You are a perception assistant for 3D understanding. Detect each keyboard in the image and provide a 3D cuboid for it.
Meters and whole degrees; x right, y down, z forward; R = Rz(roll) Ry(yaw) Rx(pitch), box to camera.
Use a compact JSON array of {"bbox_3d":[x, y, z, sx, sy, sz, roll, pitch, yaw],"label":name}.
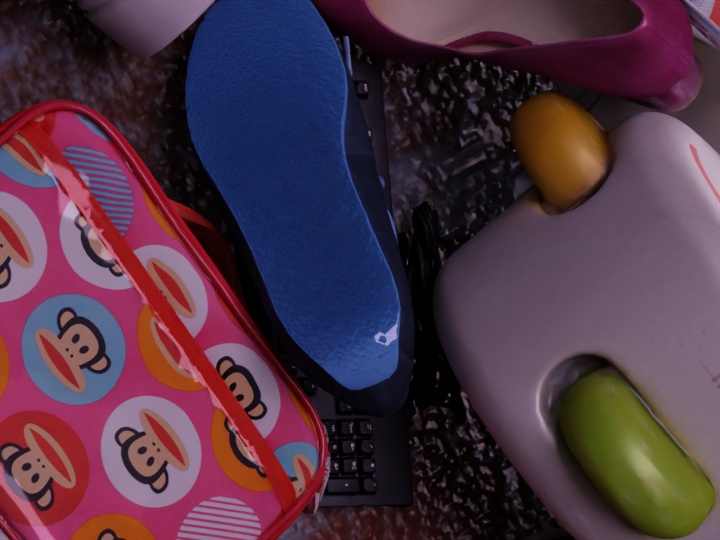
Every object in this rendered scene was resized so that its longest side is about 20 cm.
[{"bbox_3d":[0.000,0.000,1.143,0.104,0.040,0.200,1,79,-29],"label":"keyboard"}]

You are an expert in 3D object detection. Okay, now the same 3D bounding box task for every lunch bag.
[{"bbox_3d":[-0.109,0.041,1.050,0.176,0.082,0.200,-41,100,-35],"label":"lunch bag"}]

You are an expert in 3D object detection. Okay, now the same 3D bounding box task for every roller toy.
[{"bbox_3d":[0.133,0.031,1.113,0.182,0.140,0.200,35,21,-49],"label":"roller toy"}]

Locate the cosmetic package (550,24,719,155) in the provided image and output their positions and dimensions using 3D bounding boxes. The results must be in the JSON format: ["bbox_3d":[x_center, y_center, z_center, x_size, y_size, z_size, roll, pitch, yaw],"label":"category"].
[{"bbox_3d":[0.185,-0.086,1.229,0.200,0.073,0.104,19,37,-27],"label":"cosmetic package"}]

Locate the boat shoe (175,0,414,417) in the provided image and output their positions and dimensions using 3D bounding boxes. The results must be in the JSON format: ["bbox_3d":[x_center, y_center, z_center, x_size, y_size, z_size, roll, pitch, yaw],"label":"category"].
[{"bbox_3d":[-0.028,-0.025,1.097,0.084,0.069,0.200,-14,57,6],"label":"boat shoe"}]

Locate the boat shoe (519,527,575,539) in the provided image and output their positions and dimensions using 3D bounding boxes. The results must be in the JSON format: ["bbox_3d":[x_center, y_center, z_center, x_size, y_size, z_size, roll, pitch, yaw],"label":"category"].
[{"bbox_3d":[0.065,0.152,1.132,0.200,0.060,0.072,-12,84,-32],"label":"boat shoe"}]

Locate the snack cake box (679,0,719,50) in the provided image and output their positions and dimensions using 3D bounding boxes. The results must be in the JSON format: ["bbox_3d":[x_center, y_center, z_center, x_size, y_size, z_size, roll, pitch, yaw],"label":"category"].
[{"bbox_3d":[0.140,-0.178,1.105,0.200,0.067,0.115,42,94,-2],"label":"snack cake box"}]

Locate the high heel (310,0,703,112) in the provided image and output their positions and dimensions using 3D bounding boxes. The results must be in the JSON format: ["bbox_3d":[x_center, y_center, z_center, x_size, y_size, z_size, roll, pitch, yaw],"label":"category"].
[{"bbox_3d":[0.045,-0.115,1.111,0.200,0.096,0.067,26,86,21],"label":"high heel"}]

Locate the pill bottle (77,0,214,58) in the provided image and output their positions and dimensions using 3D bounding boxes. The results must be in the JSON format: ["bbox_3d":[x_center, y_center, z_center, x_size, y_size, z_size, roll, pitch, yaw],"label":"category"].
[{"bbox_3d":[-0.131,-0.184,1.064,0.200,0.113,0.113,41,62,-16],"label":"pill bottle"}]
